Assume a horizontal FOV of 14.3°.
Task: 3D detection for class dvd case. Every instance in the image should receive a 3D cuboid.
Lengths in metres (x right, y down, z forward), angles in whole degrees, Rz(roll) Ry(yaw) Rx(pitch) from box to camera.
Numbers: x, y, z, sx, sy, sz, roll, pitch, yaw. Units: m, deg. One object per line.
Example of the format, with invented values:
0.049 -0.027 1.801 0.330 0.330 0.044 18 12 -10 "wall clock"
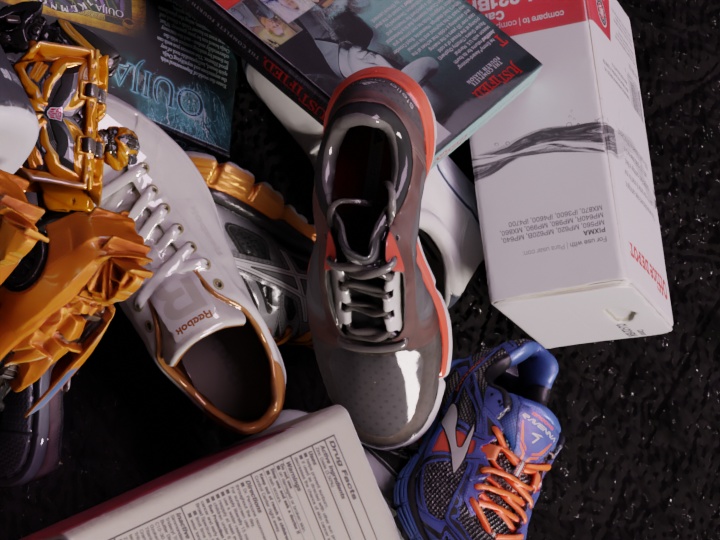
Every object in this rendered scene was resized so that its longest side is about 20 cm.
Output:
-0.013 -0.141 1.566 0.200 0.022 0.146 39 42 9 "dvd case"

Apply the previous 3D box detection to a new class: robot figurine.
-0.205 -0.068 1.368 0.199 0.058 0.146 3 70 -8 "robot figurine"
-0.193 0.042 1.315 0.145 0.200 0.058 21 28 -48 "robot figurine"

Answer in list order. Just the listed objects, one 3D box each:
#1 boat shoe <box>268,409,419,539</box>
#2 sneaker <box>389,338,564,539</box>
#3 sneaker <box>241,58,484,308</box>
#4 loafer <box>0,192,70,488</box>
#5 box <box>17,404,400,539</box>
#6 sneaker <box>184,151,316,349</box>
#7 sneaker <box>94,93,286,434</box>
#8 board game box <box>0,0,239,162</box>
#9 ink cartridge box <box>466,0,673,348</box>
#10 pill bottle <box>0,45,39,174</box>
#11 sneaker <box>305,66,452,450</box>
0.019 0.132 1.563 0.200 0.071 0.064 43 41 -25 "boat shoe"
0.067 0.100 1.507 0.075 0.078 0.200 40 28 -25 "sneaker"
0.005 -0.056 1.606 0.200 0.073 0.071 43 45 -27 "sneaker"
-0.172 0.009 1.429 0.063 0.072 0.201 2 69 -50 "loafer"
-0.082 0.165 1.424 0.200 0.109 0.128 -22 90 -45 "box"
-0.042 0.012 1.551 0.200 0.078 0.077 31 71 -27 "sneaker"
-0.094 -0.005 1.443 0.073 0.085 0.200 -35 102 -1 "sneaker"
-0.148 -0.149 1.535 0.200 0.028 0.136 23 61 -36 "board game box"
0.118 -0.066 1.670 0.144 0.083 0.201 37 44 -69 "ink cartridge box"
-0.232 -0.123 1.288 0.106 0.106 0.200 -14 68 -44 "pill bottle"
0.000 0.000 1.468 0.082 0.077 0.201 -46 133 -72 "sneaker"
